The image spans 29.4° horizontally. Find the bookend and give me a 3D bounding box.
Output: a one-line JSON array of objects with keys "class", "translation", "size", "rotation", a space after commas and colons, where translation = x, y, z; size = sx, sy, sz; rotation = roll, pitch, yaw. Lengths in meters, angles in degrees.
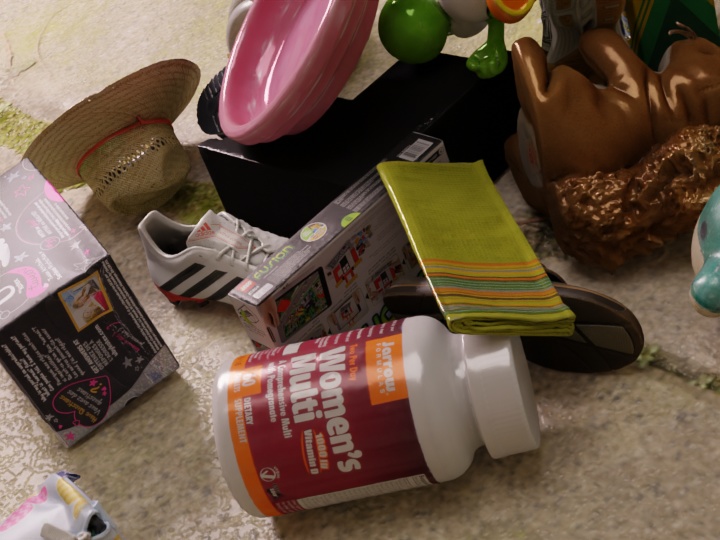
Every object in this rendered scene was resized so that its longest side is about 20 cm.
[{"class": "bookend", "translation": [0.005, -0.107, 1.163], "size": [0.199, 0.093, 0.199], "rotation": [17, 50, 41]}]

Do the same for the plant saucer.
[{"class": "plant saucer", "translation": [-0.045, -0.189, 1.101], "size": [0.200, 0.051, 0.202], "rotation": [-44, 33, 39]}]

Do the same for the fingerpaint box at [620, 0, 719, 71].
[{"class": "fingerpaint box", "translation": [0.227, -0.256, 1.174], "size": [0.073, 0.168, 0.201], "rotation": [-22, 38, -1]}]

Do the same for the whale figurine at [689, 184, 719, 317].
[{"class": "whale figurine", "translation": [0.288, 0.007, 0.865], "size": [0.157, 0.104, 0.201], "rotation": [3, 49, -8]}]

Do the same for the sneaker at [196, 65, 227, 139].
[{"class": "sneaker", "translation": [-0.055, -0.178, 1.241], "size": [0.199, 0.082, 0.071], "rotation": [-27, 64, 32]}]

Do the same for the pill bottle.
[{"class": "pill bottle", "translation": [0.011, 0.092, 0.903], "size": [0.198, 0.110, 0.110], "rotation": [-13, 38, 12]}]

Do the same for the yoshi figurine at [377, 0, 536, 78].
[{"class": "yoshi figurine", "translation": [0.069, -0.209, 1.084], "size": [0.111, 0.114, 0.200], "rotation": [3, -3, -11]}]

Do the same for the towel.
[{"class": "towel", "translation": [0.073, -0.021, 0.923], "size": [0.085, 0.018, 0.201], "rotation": [2, 34, -17]}]

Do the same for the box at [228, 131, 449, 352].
[{"class": "box", "translation": [0.000, 0.000, 1.021], "size": [0.035, 0.111, 0.200], "rotation": [22, 54, 43]}]

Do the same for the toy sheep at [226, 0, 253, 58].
[{"class": "toy sheep", "translation": [-0.063, -0.247, 1.337], "size": [0.137, 0.139, 0.200], "rotation": [4, 32, 30]}]

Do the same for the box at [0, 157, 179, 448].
[{"class": "box", "translation": [-0.252, 0.024, 1.098], "size": [0.114, 0.133, 0.200], "rotation": [-35, 39, -11]}]

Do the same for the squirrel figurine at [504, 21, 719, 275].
[{"class": "squirrel figurine", "translation": [0.222, -0.095, 1.036], "size": [0.185, 0.142, 0.201], "rotation": [-13, 51, -6]}]

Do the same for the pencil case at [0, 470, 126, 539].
[{"class": "pencil case", "translation": [-0.240, 0.224, 0.887], "size": [0.200, 0.083, 0.090], "rotation": [-41, 19, -22]}]

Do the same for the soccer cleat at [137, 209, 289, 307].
[{"class": "soccer cleat", "translation": [-0.093, -0.008, 1.096], "size": [0.199, 0.086, 0.069], "rotation": [6, 45, 32]}]

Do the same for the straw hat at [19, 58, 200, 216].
[{"class": "straw hat", "translation": [-0.207, -0.098, 1.256], "size": [0.200, 0.201, 0.085], "rotation": [-34, 79, -15]}]

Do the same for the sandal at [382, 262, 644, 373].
[{"class": "sandal", "translation": [0.107, 0.024, 0.969], "size": [0.199, 0.082, 0.055], "rotation": [3, 49, 40]}]

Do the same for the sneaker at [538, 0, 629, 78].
[{"class": "sneaker", "translation": [0.179, -0.209, 1.111], "size": [0.075, 0.201, 0.088], "rotation": [-6, 59, 0]}]
